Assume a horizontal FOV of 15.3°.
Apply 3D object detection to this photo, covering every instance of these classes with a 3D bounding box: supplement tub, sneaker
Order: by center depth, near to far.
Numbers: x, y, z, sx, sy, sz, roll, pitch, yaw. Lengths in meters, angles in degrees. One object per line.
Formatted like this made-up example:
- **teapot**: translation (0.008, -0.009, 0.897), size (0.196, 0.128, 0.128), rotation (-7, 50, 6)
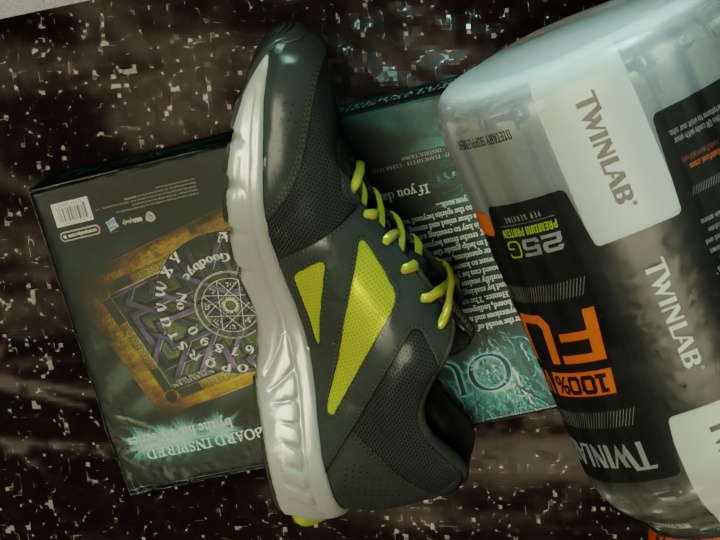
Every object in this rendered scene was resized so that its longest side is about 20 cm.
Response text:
- **supplement tub**: translation (0.117, 0.004, 0.974), size (0.122, 0.123, 0.201), rotation (-20, 100, 21)
- **sneaker**: translation (0.000, 0.000, 1.011), size (0.084, 0.075, 0.201), rotation (-3, 115, 10)

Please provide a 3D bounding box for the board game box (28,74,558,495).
- **board game box**: translation (-0.021, 0.007, 1.066), size (0.198, 0.028, 0.136), rotation (-12, 104, 19)

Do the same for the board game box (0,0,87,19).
- **board game box**: translation (-0.124, -0.177, 0.931), size (0.198, 0.041, 0.200), rotation (-11, 137, 7)
